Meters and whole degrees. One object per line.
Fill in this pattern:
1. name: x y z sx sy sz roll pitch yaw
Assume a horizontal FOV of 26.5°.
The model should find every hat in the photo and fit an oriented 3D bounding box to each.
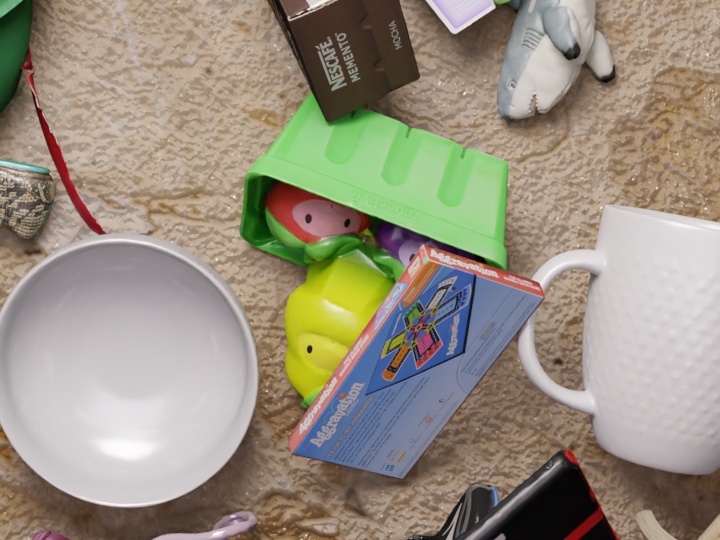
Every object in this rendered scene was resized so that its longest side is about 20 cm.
1. hat: -0.281 -0.133 1.170 0.163 0.201 0.178 -14 125 11

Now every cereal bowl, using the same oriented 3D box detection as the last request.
1. cereal bowl: -0.172 0.067 1.134 0.197 0.083 0.203 -1 103 -3

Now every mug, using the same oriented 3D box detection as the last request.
1. mug: 0.210 0.048 1.117 0.197 0.148 0.178 9 96 -11

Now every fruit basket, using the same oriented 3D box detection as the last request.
1. fruit basket: 0.000 0.000 1.131 0.212 0.156 0.219 2 69 -6

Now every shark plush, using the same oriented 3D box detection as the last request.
1. shark plush: 0.133 -0.222 1.182 0.082 0.091 0.203 -10 91 29

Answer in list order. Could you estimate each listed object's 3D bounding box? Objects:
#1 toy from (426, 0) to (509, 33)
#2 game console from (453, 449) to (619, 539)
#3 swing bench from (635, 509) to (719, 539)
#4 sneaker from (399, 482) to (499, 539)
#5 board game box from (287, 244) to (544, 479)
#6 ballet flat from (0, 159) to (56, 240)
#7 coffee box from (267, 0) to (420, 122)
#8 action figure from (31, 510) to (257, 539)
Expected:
1. toy: 0.062 -0.289 1.164 0.114 0.047 0.201 -33 70 -3
2. game console: 0.096 0.229 1.101 0.199 0.177 0.031 -40 49 -5
3. swing bench: 0.328 0.226 1.076 0.199 0.130 0.200 -32 116 -8
4. sneaker: 0.028 0.232 1.143 0.199 0.071 0.083 -43 94 0
5. board game box: 0.038 0.071 1.104 0.102 0.020 0.201 16 125 -29
6. ballet flat: -0.334 -0.071 1.165 0.198 0.068 0.076 19 93 -3
7. coffee box: -0.036 -0.224 1.110 0.079 0.114 0.201 -24 54 -2
8. action figure: -0.185 0.227 1.110 0.197 0.134 0.151 17 85 -2
